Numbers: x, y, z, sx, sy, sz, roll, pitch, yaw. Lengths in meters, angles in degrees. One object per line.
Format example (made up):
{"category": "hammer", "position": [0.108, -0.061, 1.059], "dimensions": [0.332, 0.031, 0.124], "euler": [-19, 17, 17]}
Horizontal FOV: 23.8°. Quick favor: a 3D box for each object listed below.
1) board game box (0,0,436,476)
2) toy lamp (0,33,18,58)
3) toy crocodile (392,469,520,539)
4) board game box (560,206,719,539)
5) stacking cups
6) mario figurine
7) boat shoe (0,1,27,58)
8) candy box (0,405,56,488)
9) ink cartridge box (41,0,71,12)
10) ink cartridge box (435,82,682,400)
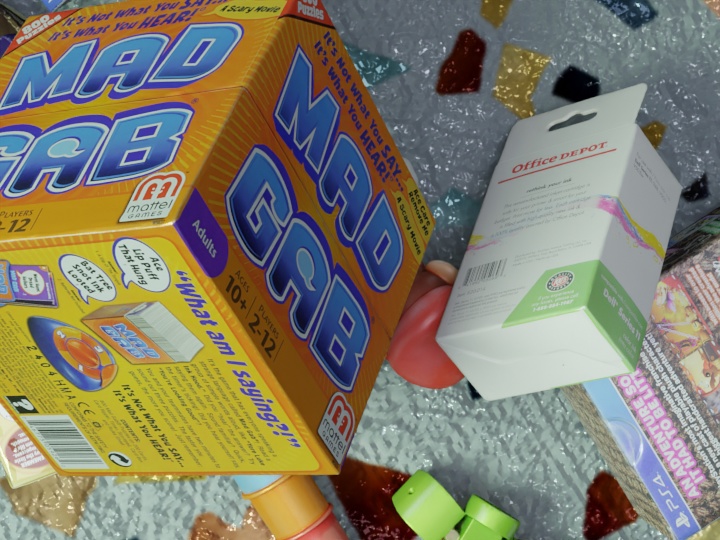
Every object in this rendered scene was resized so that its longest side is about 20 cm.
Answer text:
{"category": "board game box", "position": [-0.106, -0.020, 0.982], "dimensions": [0.200, 0.200, 0.200], "euler": [-4, 135, 30]}
{"category": "toy lamp", "position": [-0.131, -0.159, 1.108], "dimensions": [0.200, 0.058, 0.058], "euler": [-26, 96, -21]}
{"category": "toy crocodile", "position": [0.108, 0.206, 1.175], "dimensions": [0.200, 0.062, 0.068], "euler": [31, 89, -11]}
{"category": "board game box", "position": [0.243, 0.058, 1.157], "dimensions": [0.200, 0.097, 0.160], "euler": [-32, 96, -3]}
{"category": "stacking cups", "position": [-0.066, 0.119, 1.153], "dimensions": [0.060, 0.061, 0.200], "euler": [-35, 100, -3]}
{"category": "mario figurine", "position": [0.000, 0.000, 1.154], "dimensions": [0.200, 0.106, 0.123], "euler": [47, 124, 4]}
{"category": "boat shoe", "position": [-0.270, -0.159, 1.103], "dimensions": [0.202, 0.075, 0.075], "euler": [38, 89, -7]}
{"category": "candy box", "position": [-0.230, 0.030, 1.097], "dimensions": [0.055, 0.115, 0.200], "euler": [-20, 95, -4]}
{"category": "ink cartridge box", "position": [-0.157, -0.254, 1.066], "dimensions": [0.200, 0.044, 0.094], "euler": [-33, 98, 40]}
{"category": "ink cartridge box", "position": [0.135, -0.020, 1.105], "dimensions": [0.067, 0.117, 0.200], "euler": [48, 46, -30]}
